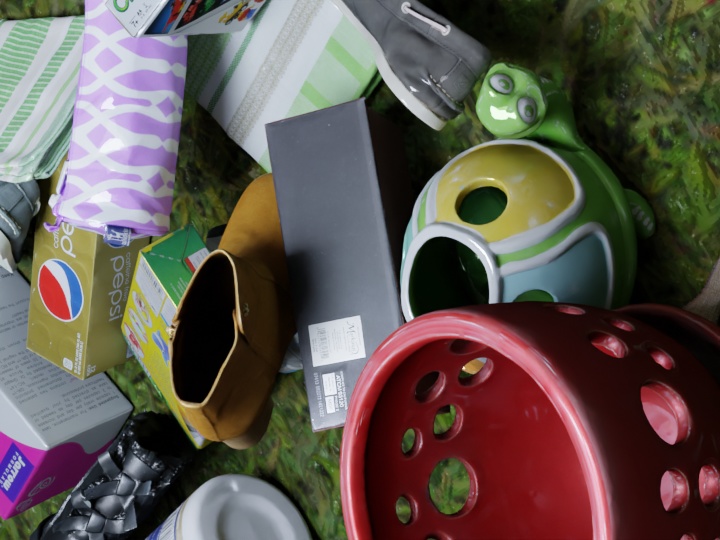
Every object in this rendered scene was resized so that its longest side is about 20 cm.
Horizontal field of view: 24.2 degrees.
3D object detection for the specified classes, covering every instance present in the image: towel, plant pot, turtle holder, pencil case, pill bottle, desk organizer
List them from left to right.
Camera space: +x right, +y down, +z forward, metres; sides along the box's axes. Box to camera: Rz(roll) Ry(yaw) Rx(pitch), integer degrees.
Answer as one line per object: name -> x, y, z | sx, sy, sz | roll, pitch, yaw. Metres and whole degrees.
towel -> -0.249, -0.130, 1.238 | 0.200, 0.153, 0.023 | 5, 151, 51
pencil case -> -0.161, -0.116, 1.133 | 0.084, 0.085, 0.201 | 172, 105, -79
pill bottle -> -0.130, 0.249, 1.289 | 0.111, 0.111, 0.200 | 54, 130, 11
towel -> -0.073, -0.167, 1.168 | 0.200, 0.031, 0.149 | 47, 130, 14
desk organizer -> 0.000, 0.000, 1.080 | 0.071, 0.077, 0.201 | -13, 78, 19
turtle holder -> 0.097, -0.018, 1.008 | 0.141, 0.132, 0.186 | 46, 128, 18
plant pot -> 0.115, 0.111, 0.902 | 0.200, 0.182, 0.201 | 9, 102, 46

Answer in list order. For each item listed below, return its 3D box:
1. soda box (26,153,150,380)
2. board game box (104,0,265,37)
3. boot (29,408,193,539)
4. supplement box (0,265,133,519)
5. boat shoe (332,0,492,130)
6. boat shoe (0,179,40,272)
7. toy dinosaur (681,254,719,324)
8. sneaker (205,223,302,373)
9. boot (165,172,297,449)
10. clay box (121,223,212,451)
soda box -> -0.206, -0.024, 1.290 | 0.068, 0.064, 0.201 | 25, 118, 30
board game box -> -0.060, -0.228, 1.043 | 0.035, 0.126, 0.200 | 49, 116, 12
boot -> -0.197, 0.182, 1.323 | 0.073, 0.198, 0.163 | 35, 97, -3
supplement box -> -0.297, 0.086, 1.374 | 0.200, 0.103, 0.101 | 46, 126, 15
boat shoe -> 0.026, -0.159, 1.039 | 0.057, 0.067, 0.200 | -43, 42, 13
boat shoe -> -0.279, -0.045, 1.311 | 0.073, 0.062, 0.200 | 42, 170, -7
toy dinosaur -> 0.202, 0.094, 0.999 | 0.135, 0.086, 0.201 | -16, 89, 47
sneaker -> -0.032, 0.042, 1.179 | 0.200, 0.075, 0.087 | 33, 129, 35
boot -> -0.072, 0.008, 1.058 | 0.070, 0.144, 0.202 | 6, 70, 9
clay box -> -0.121, 0.055, 1.221 | 0.115, 0.047, 0.200 | 56, 160, 9
